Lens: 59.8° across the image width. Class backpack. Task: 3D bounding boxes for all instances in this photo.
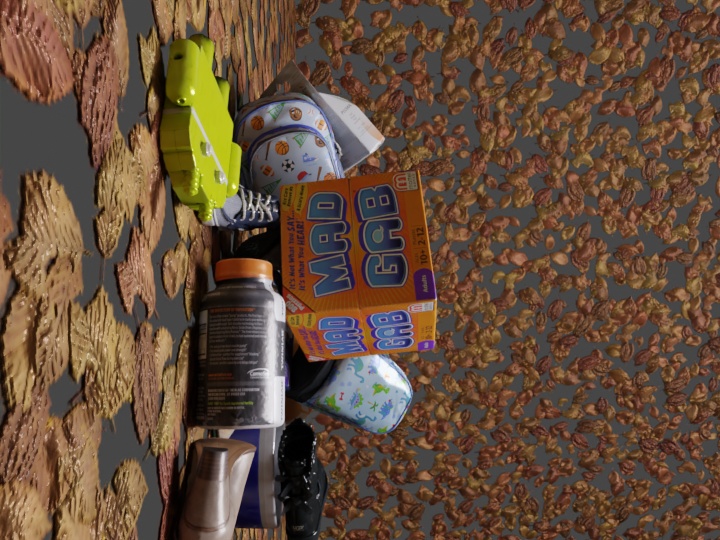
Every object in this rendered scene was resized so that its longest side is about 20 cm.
[{"bbox_3d":[-0.121,-0.185,1.013,0.154,0.199,0.191,-133,-154,-66],"label":"backpack"},{"bbox_3d":[-0.010,0.187,1.045,0.200,0.153,0.164,45,71,-39],"label":"backpack"}]

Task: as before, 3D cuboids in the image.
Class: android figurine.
[{"bbox_3d":[-0.169,-0.149,0.669,0.182,0.041,0.201,79,6,-59],"label":"android figurine"}]

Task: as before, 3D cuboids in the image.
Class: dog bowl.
[{"bbox_3d":[-0.164,0.297,0.982,0.200,0.078,0.201,179,-90,-88],"label":"dog bowl"}]

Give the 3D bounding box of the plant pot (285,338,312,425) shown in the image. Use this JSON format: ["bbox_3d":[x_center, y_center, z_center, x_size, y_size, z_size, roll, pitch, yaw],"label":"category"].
[{"bbox_3d":[-0.127,0.174,1.152,0.184,0.199,0.201,-68,164,-51],"label":"plant pot"}]

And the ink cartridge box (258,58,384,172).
[{"bbox_3d":[-0.072,-0.264,1.094,0.050,0.200,0.162,-47,-167,-28],"label":"ink cartridge box"}]

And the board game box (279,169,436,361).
[{"bbox_3d":[0.000,0.000,0.919,0.200,0.199,0.201,79,6,-64],"label":"board game box"}]

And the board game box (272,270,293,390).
[{"bbox_3d":[-0.156,0.077,1.003,0.135,0.034,0.201,49,29,-41],"label":"board game box"}]

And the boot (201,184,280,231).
[{"bbox_3d":[-0.155,-0.090,0.831,0.200,0.090,0.073,173,-83,-88],"label":"boot"}]

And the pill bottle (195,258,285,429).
[{"bbox_3d":[-0.144,0.088,0.763,0.106,0.106,0.201,101,-11,-79],"label":"pill bottle"}]

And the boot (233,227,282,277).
[{"bbox_3d":[-0.126,-0.008,1.025,0.200,0.067,0.131,-56,132,-60],"label":"boot"}]

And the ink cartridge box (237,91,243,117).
[{"bbox_3d":[-0.183,-0.211,1.143,0.201,0.059,0.104,92,-3,-46],"label":"ink cartridge box"}]

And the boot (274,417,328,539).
[{"bbox_3d":[-0.092,0.307,0.977,0.198,0.073,0.163,-94,-179,-68],"label":"boot"}]

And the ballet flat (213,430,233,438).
[{"bbox_3d":[-0.166,0.137,0.847,0.068,0.067,0.201,-114,-156,-86],"label":"ballet flat"}]

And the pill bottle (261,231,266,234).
[{"bbox_3d":[-0.158,0.023,1.251,0.201,0.115,0.116,92,-3,-49],"label":"pill bottle"}]

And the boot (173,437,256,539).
[{"bbox_3d":[-0.166,0.271,0.707,0.200,0.070,0.147,95,0,-80],"label":"boot"}]
